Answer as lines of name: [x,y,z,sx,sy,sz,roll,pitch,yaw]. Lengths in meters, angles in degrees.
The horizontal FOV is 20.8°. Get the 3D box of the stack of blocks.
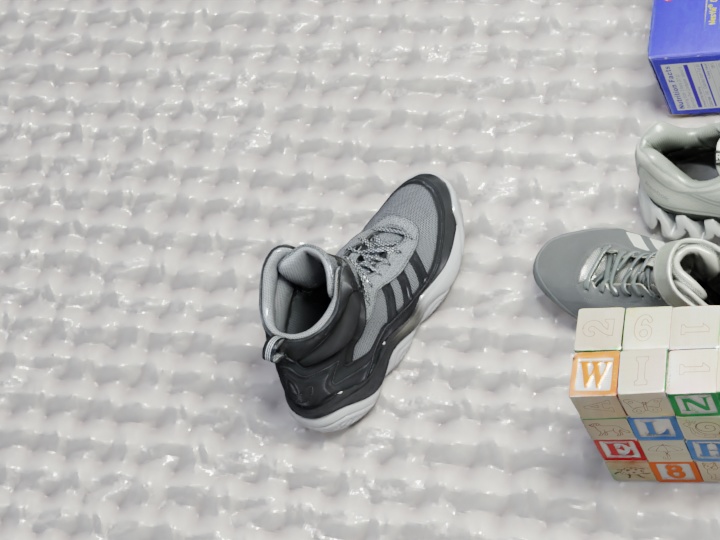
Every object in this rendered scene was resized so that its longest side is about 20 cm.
stack of blocks: [0.233,0.072,1.144,0.198,0.115,0.059,-2,58,22]

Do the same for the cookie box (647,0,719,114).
cookie box: [0.303,-0.197,1.316,0.198,0.075,0.172,-2,58,22]

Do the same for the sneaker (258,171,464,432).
sneaker: [0.000,0.000,1.294,0.075,0.114,0.201,17,67,31]

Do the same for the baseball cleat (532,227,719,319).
baseball cleat: [0.185,0.001,1.217,0.199,0.106,0.070,16,71,33]

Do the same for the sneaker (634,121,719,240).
sneaker: [0.266,-0.055,1.237,0.198,0.081,0.076,4,59,24]
